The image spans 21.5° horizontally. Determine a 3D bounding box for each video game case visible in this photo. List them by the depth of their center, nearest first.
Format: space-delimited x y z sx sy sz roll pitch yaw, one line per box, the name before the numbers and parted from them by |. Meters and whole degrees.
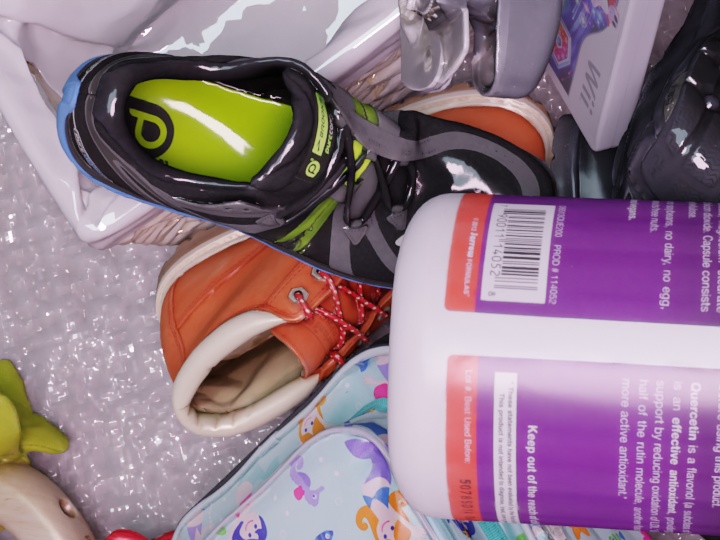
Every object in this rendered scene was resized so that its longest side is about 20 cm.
video game case | 0.069 -0.168 0.767 0.018 0.144 0.201 -16 57 -15

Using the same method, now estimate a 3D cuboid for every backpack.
backpack | 0.030 0.140 0.765 0.177 0.150 0.200 -43 83 31

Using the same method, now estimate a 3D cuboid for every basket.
basket | -0.053 -0.112 0.830 0.199 0.123 0.136 -34 77 11

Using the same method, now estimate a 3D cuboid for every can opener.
can opener | 0.040 -0.164 0.732 0.066 0.053 0.202 5 79 -23

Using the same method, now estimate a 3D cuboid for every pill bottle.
pill bottle | 0.112 0.033 0.644 0.198 0.112 0.114 3 85 9

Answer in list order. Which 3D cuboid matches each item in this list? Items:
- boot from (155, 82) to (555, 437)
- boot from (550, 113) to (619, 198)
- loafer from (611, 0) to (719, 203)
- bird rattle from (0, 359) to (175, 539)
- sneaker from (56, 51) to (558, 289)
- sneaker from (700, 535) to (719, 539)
boot | 0.000 0.000 0.804 0.199 0.108 0.075 -32 115 14
boot | 0.183 0.008 0.776 0.198 0.066 0.167 -6 93 20
loafer | 0.145 -0.073 0.751 0.068 0.201 0.071 39 131 0
bird rattle | -0.157 0.141 0.867 0.200 0.113 0.163 46 109 2
sneaker | -0.017 -0.038 0.722 0.198 0.083 0.072 14 87 -15
sneaker | 0.195 0.137 0.751 0.099 0.070 0.201 -33 102 32
